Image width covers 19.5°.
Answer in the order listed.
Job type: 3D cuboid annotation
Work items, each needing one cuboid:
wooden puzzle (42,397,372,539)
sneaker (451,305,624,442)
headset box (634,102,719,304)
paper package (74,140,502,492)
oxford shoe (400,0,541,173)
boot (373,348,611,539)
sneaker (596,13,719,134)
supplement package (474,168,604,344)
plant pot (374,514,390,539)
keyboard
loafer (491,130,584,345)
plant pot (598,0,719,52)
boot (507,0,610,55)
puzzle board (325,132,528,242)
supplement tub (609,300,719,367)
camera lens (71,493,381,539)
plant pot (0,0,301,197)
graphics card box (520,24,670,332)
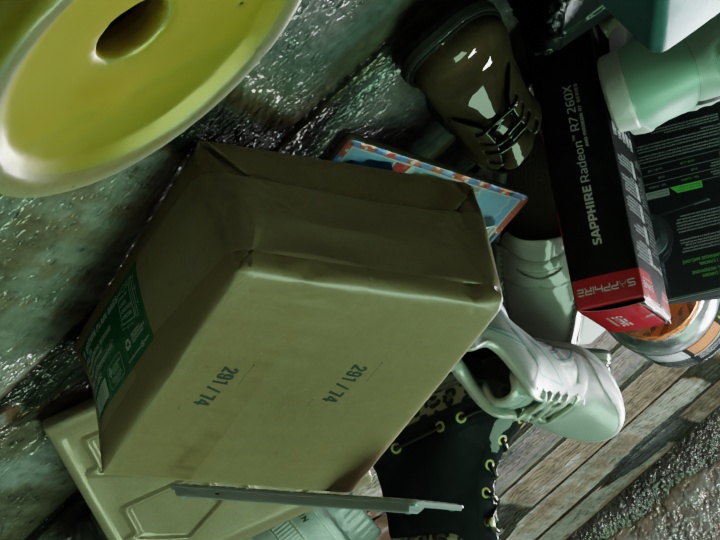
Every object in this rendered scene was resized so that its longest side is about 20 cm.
[{"bbox_3d":[-0.103,0.117,1.436,0.185,0.046,0.200,-24,136,-2],"label":"wooden puzzle"},{"bbox_3d":[0.109,0.077,1.438,0.200,0.080,0.070,33,118,-31],"label":"sneaker"},{"bbox_3d":[0.269,-0.068,1.590,0.093,0.201,0.174,-14,176,25],"label":"headset box"},{"bbox_3d":[-0.047,0.031,1.255,0.190,0.104,0.200,8,137,-30],"label":"paper package"},{"bbox_3d":[0.080,-0.110,1.309,0.073,0.084,0.200,-39,162,4],"label":"oxford shoe"},{"bbox_3d":[0.102,0.143,1.589,0.203,0.154,0.073,-12,175,6],"label":"boot"},{"bbox_3d":[0.226,-0.136,1.389,0.118,0.074,0.200,-16,-171,13],"label":"sneaker"},{"bbox_3d":[0.153,-0.022,1.626,0.121,0.120,0.200,-44,163,16],"label":"supplement package"},{"bbox_3d":[0.047,0.364,2.333,0.200,0.200,0.174,-30,143,-29],"label":"plant pot"},{"bbox_3d":[-0.031,0.146,1.357,0.199,0.011,0.056,0,177,36],"label":"keyboard"},{"bbox_3d":[0.122,-0.018,1.484,0.070,0.201,0.070,-6,-173,9],"label":"loafer"},{"bbox_3d":[0.161,-0.245,1.049,0.141,0.141,0.200,-35,155,-15],"label":"plant pot"},{"bbox_3d":[0.168,-0.191,1.311,0.162,0.073,0.198,-37,161,-7],"label":"boot"},{"bbox_3d":[0.000,0.000,1.407,0.150,0.017,0.200,16,129,-32],"label":"puzzle board"},{"bbox_3d":[0.302,0.029,2.079,0.122,0.123,0.200,-42,163,7],"label":"supplement tub"},{"bbox_3d":[-0.105,0.205,1.585,0.200,0.160,0.160,-38,163,-4],"label":"camera lens"},{"bbox_3d":[-0.117,-0.134,0.638,0.201,0.189,0.201,-36,162,-13],"label":"plant pot"},{"bbox_3d":[0.159,-0.064,1.405,0.051,0.201,0.125,-12,170,15],"label":"graphics card box"}]
